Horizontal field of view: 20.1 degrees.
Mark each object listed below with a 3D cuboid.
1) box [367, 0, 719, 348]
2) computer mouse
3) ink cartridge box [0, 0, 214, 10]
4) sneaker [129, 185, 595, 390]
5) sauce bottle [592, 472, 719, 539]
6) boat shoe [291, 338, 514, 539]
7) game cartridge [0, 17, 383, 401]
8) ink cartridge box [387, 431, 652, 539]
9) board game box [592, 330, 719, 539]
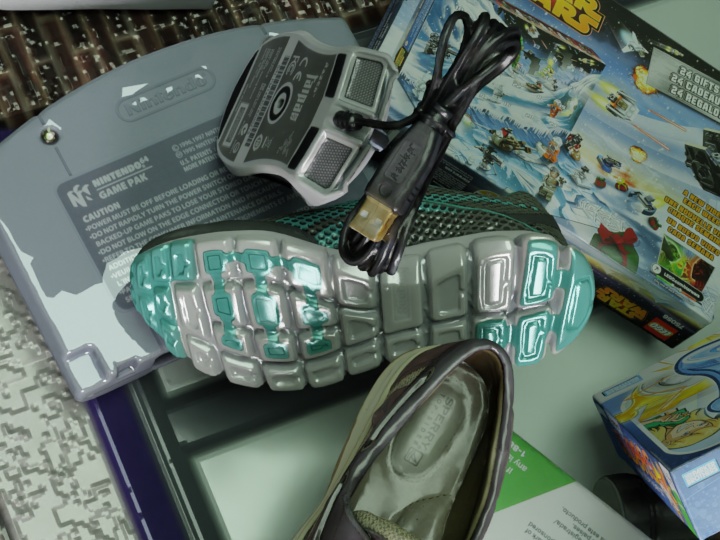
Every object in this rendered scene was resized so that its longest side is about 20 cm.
[{"bbox_3d":[0.097,-0.072,0.973,0.200,0.040,0.137,32,57,-10],"label":"box"},{"bbox_3d":[-0.003,-0.061,0.852,0.044,0.200,0.110,24,90,-25],"label":"computer mouse"},{"bbox_3d":[-0.130,-0.237,0.934,0.144,0.145,0.201,0,71,-15],"label":"ink cartridge box"},{"bbox_3d":[0.000,0.000,0.895,0.199,0.078,0.091,1,28,0],"label":"sneaker"},{"bbox_3d":[0.206,0.107,0.946,0.199,0.065,0.065,-5,72,-17],"label":"sauce bottle"},{"bbox_3d":[0.010,0.113,0.797,0.072,0.065,0.200,27,66,-5],"label":"boat shoe"},{"bbox_3d":[-0.072,-0.038,0.939,0.200,0.040,0.134,-24,82,-22],"label":"game cartridge"},{"bbox_3d":[0.026,0.172,0.862,0.147,0.083,0.200,39,65,0],"label":"ink cartridge box"},{"bbox_3d":[0.210,0.039,0.877,0.200,0.135,0.035,-27,102,-3],"label":"board game box"}]
